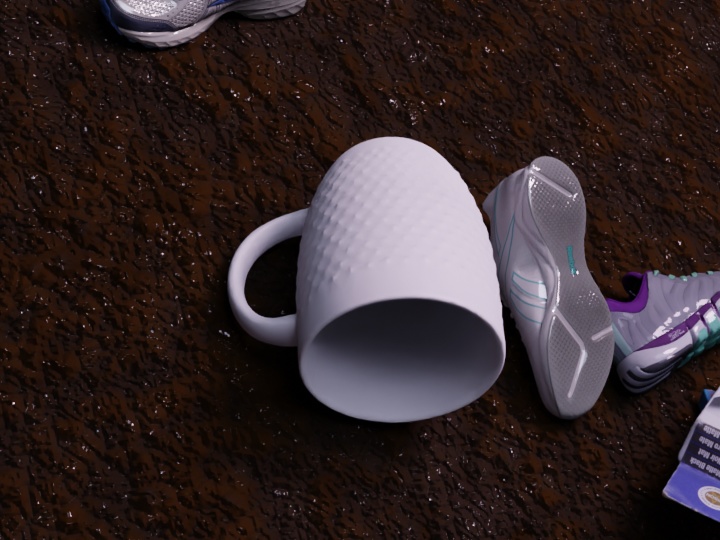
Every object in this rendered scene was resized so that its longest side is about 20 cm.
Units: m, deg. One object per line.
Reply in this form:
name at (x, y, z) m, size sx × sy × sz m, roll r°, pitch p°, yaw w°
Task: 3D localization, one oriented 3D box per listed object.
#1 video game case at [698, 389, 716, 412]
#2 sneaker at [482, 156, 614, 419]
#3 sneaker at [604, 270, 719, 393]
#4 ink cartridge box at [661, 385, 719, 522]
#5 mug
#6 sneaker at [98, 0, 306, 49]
video game case at (0.370, 0.155, 1.311) m, size 0.198 × 0.018 × 0.144 m, roll 12°, pitch 27°, yaw -7°
sneaker at (0.145, 0.018, 1.323) m, size 0.070 × 0.080 × 0.203 m, roll -2°, pitch 80°, yaw -34°
sneaker at (0.268, 0.019, 1.374) m, size 0.199 × 0.075 × 0.088 m, roll -26°, pitch 68°, yaw -34°
ink cartridge box at (0.341, 0.149, 1.242) m, size 0.198 × 0.041 × 0.200 m, roll 24°, pitch 28°, yaw 17°
mug at (0.000, 0.000, 1.229) m, size 0.197 × 0.148 × 0.177 m, roll -8°, pitch 50°, yaw 5°
sneaker at (-0.118, -0.242, 1.349) m, size 0.199 × 0.085 × 0.077 m, roll -22°, pitch 71°, yaw -33°
